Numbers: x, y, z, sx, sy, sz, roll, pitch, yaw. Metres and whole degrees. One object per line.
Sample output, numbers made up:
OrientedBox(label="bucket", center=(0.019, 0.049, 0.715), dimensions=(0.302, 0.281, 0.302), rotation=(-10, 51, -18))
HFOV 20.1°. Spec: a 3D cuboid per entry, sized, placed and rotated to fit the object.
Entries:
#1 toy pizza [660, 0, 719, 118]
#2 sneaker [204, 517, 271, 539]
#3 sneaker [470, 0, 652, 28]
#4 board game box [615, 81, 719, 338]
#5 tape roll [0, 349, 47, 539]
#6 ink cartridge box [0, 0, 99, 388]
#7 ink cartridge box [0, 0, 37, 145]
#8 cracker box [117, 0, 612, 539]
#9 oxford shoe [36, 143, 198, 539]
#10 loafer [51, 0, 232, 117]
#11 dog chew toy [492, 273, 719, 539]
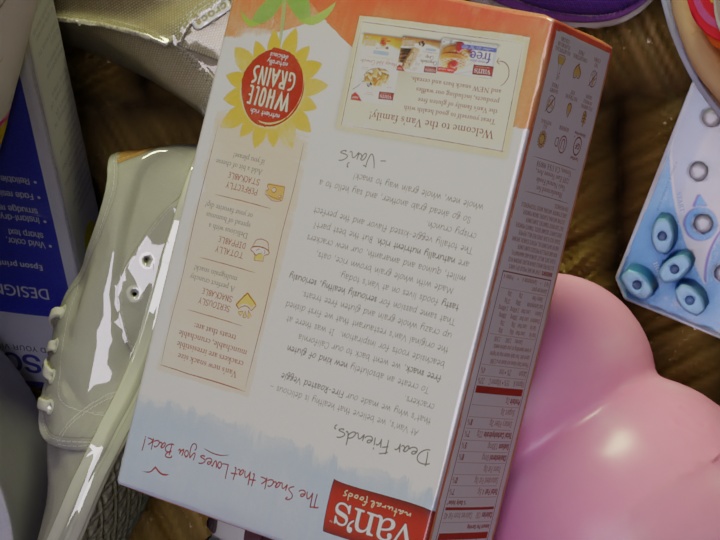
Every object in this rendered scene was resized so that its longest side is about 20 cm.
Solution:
OrientedBox(label="toy pizza", center=(0.176, -0.128, 0.701), dimensions=(0.199, 0.032, 0.202), rotation=(2, 93, 45))
OrientedBox(label="sneaker", center=(-0.004, 0.107, 0.835), dimensions=(0.115, 0.076, 0.201), rotation=(15, 107, 5))
OrientedBox(label="sneaker", center=(0.034, -0.161, 0.778), dimensions=(0.199, 0.083, 0.081), rotation=(33, 93, -6))
OrientedBox(label="board game box", center=(0.224, -0.045, 0.785), dimensions=(0.199, 0.026, 0.201), rotation=(23, 99, 11))
OrientedBox(label="tape roll", center=(-0.229, 0.103, 0.864), dimensions=(0.199, 0.066, 0.202), rotation=(3, 107, 10))
OrientedBox(label="ink cartridge box", center=(-0.209, -0.045, 0.854), dimensions=(0.196, 0.047, 0.201), rotation=(6, 132, 14))
OrientedBox(label="ink cartridge box", center=(-0.214, -0.052, 0.723), dimensions=(0.146, 0.146, 0.201), rotation=(24, 133, -2))
OrientedBox(label="cracker box", center=(0.000, 0.000, 0.736), dimensions=(0.133, 0.058, 0.201), rotation=(15, 92, 30))
OrientedBox(label="oxford shoe", center=(-0.102, 0.040, 0.826), dimensions=(0.057, 0.075, 0.201), rotation=(17, 90, 10))
OrientedBox(label="loafer", center=(-0.068, -0.096, 0.824), dimensions=(0.199, 0.076, 0.069), rotation=(3, 90, 12))
OrientedBox(label="dog chew toy", center=(0.069, 0.060, 0.786), dimensions=(0.124, 0.124, 0.200), rotation=(-38, 78, 13))
